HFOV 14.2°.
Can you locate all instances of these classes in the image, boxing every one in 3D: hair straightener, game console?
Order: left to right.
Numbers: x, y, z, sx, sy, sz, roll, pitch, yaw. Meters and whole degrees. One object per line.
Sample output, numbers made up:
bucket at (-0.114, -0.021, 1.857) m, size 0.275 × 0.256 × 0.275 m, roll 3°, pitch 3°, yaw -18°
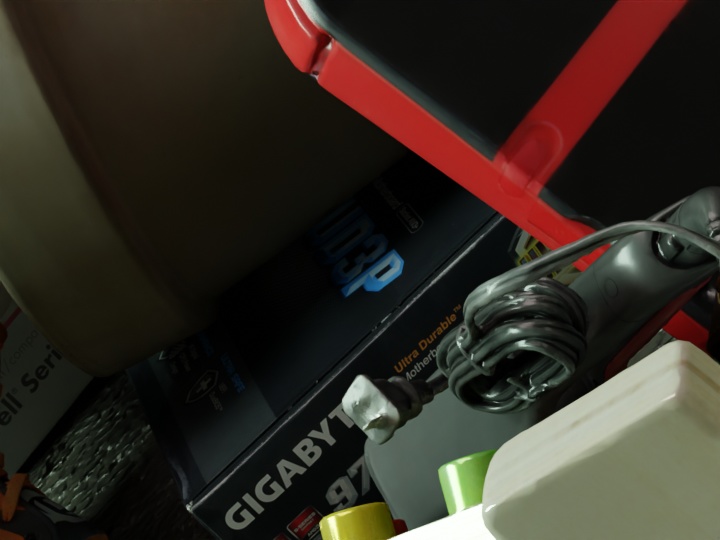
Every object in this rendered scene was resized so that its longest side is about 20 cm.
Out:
hair straightener at (0.038, 0.029, 0.691) m, size 0.077 × 0.041 × 0.200 m, roll -23°, pitch -8°, yaw -24°
game console at (0.091, -0.095, 0.781) m, size 0.200 × 0.177 × 0.031 m, roll -52°, pitch -5°, yaw -16°

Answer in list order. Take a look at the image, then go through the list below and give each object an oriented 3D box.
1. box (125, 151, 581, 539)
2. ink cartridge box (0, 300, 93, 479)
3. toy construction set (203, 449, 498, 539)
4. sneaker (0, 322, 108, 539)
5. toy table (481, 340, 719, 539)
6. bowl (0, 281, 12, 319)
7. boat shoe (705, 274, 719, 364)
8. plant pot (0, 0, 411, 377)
box at (0.000, 0.000, 0.913) m, size 0.159 × 0.046 × 0.200 m, roll -43°, pitch 22°, yaw 3°
ink cartridge box at (-0.162, 0.038, 1.099) m, size 0.117 × 0.067 × 0.200 m, roll -52°, pitch 22°, yaw -14°
toy construction set at (-0.005, 0.090, 0.671) m, size 0.200 × 0.131 × 0.092 m, roll -6°, pitch 87°, yaw 42°
sneaker at (-0.125, 0.054, 0.942) m, size 0.112 × 0.078 × 0.201 m, roll 14°, pitch 78°, yaw 19°
toy table at (0.130, 0.032, 0.539) m, size 0.200 × 0.117 × 0.184 m, roll -38°, pitch 22°, yaw 17°
bowl at (-0.211, -0.036, 0.837) m, size 0.200 × 0.200 × 0.075 m, roll -33°, pitch -16°, yaw -36°
boat shoe at (0.116, -0.002, 0.687) m, size 0.070 × 0.070 × 0.200 m, roll -14°, pitch 38°, yaw 49°
plant pot at (-0.039, -0.092, 0.869) m, size 0.173 × 0.200 × 0.200 m, roll -23°, pitch 25°, yaw 6°
